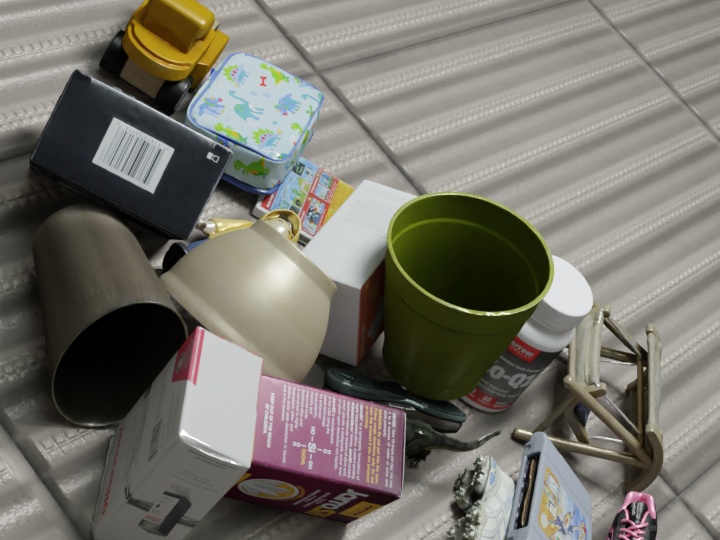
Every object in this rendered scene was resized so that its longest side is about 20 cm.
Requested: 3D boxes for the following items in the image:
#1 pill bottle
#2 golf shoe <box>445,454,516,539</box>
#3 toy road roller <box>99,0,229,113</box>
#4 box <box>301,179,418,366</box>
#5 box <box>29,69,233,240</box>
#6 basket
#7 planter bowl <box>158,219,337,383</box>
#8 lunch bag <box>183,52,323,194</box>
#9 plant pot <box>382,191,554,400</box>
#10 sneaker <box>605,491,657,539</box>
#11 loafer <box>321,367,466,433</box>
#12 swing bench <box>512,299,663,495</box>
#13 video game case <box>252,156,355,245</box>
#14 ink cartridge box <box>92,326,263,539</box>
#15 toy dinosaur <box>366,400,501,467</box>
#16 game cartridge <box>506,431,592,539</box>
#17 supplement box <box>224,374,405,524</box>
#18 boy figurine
[{"bbox_3d":[0.199,0.079,1.822,0.113,0.200,0.115,20,42,-20],"label":"pill bottle"},{"bbox_3d":[0.152,0.307,1.672,0.097,0.078,0.201,36,40,-11],"label":"golf shoe"},{"bbox_3d":[-0.244,-0.321,1.913,0.122,0.146,0.201,33,40,-6],"label":"toy road roller"},{"bbox_3d":[0.000,0.000,1.773,0.097,0.125,0.200,19,42,19],"label":"box"},{"bbox_3d":[-0.269,-0.127,1.655,0.195,0.118,0.200,27,-4,-12],"label":"box"},{"bbox_3d":[-0.281,0.034,1.548,0.135,0.181,0.201,11,35,-34],"label":"basket"},{"bbox_3d":[-0.112,0.029,1.609,0.200,0.135,0.200,40,-5,5],"label":"planter bowl"},{"bbox_3d":[-0.147,-0.198,1.910,0.160,0.083,0.201,25,41,0],"label":"lunch bag"},{"bbox_3d":[0.108,0.045,1.711,0.198,0.194,0.201,8,44,-8],"label":"plant pot"},{"bbox_3d":[0.321,0.327,1.724,0.078,0.096,0.200,10,17,14],"label":"sneaker"},{"bbox_3d":[0.034,0.170,1.736,0.199,0.063,0.072,19,12,-27],"label":"loafer"},{"bbox_3d":[0.321,0.154,1.900,0.199,0.130,0.200,27,40,-14],"label":"swing bench"},{"bbox_3d":[-0.040,-0.073,1.932,0.199,0.017,0.144,30,40,-10],"label":"video game case"},{"bbox_3d":[-0.184,0.178,1.439,0.084,0.200,0.146,27,40,-21],"label":"ink cartridge box"},{"bbox_3d":[0.062,0.202,1.690,0.198,0.088,0.048,14,45,-27],"label":"toy dinosaur"},{"bbox_3d":[0.230,0.306,1.718,0.133,0.041,0.201,49,34,-22],"label":"game cartridge"},{"bbox_3d":[-0.068,0.194,1.555,0.198,0.131,0.104,16,60,-24],"label":"supplement box"},{"bbox_3d":[-0.144,-0.019,1.767,0.199,0.065,0.125,-23,65,-43],"label":"boy figurine"}]
